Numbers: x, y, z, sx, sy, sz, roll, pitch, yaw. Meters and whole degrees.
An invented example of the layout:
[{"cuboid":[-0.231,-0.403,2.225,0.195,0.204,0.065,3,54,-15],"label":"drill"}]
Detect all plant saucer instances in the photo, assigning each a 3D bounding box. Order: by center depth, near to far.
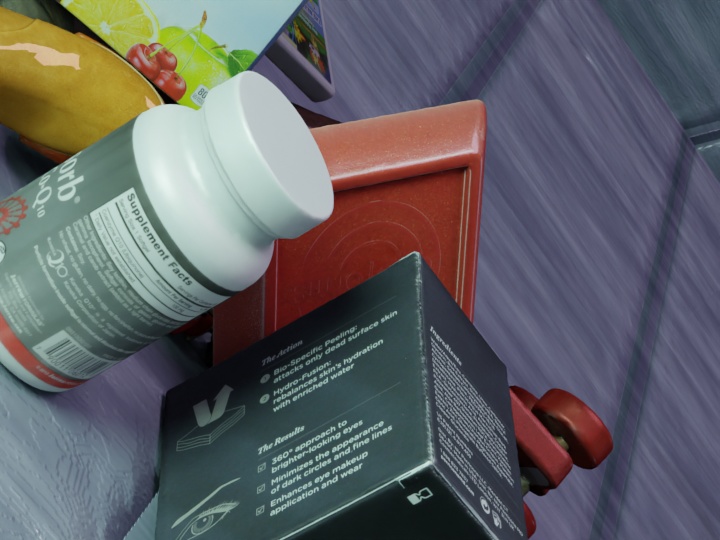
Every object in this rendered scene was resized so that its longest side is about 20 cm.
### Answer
[{"cuboid":[0.000,0.000,1.346,0.037,0.199,0.201,43,-42,50],"label":"plant saucer"}]

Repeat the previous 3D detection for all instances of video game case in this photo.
[{"cuboid":[-0.077,-0.237,1.434,0.200,0.022,0.183,41,36,-59],"label":"video game case"}]

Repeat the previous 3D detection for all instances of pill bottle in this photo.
[{"cuboid":[-0.121,-0.023,1.164,0.116,0.199,0.116,50,21,-28],"label":"pill bottle"}]

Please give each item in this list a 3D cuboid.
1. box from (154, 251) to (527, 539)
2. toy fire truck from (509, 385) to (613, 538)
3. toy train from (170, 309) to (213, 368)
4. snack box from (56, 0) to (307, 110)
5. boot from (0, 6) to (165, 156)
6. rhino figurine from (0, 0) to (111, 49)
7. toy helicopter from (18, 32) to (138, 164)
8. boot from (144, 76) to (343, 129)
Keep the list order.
[{"cuboid":[-0.013,0.126,1.232,0.118,0.196,0.200,49,22,-31],"label":"box"},{"cuboid":[0.083,0.110,1.554,0.168,0.112,0.200,50,-16,-11],"label":"toy fire truck"},{"cuboid":[-0.122,0.021,1.358,0.200,0.034,0.046,48,34,-32],"label":"toy train"},{"cuboid":[-0.118,-0.221,1.272,0.200,0.169,0.068,41,13,-5],"label":"snack box"},{"cuboid":[-0.216,-0.117,1.166,0.200,0.071,0.144,28,8,10],"label":"boot"},{"cuboid":[-0.207,-0.165,1.362,0.088,0.060,0.200,58,18,4],"label":"rhino figurine"},{"cuboid":[-0.137,-0.082,1.356,0.132,0.079,0.200,29,0,4],"label":"toy helicopter"},{"cuboid":[-0.061,-0.096,1.475,0.166,0.199,0.073,34,73,-54],"label":"boot"}]
